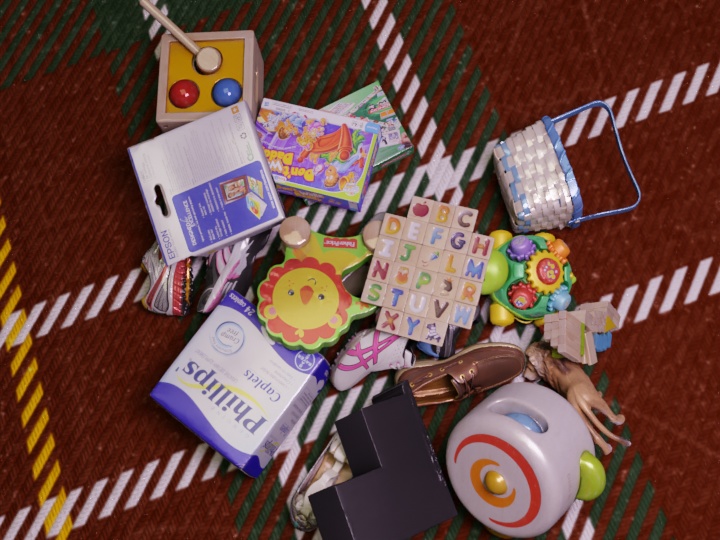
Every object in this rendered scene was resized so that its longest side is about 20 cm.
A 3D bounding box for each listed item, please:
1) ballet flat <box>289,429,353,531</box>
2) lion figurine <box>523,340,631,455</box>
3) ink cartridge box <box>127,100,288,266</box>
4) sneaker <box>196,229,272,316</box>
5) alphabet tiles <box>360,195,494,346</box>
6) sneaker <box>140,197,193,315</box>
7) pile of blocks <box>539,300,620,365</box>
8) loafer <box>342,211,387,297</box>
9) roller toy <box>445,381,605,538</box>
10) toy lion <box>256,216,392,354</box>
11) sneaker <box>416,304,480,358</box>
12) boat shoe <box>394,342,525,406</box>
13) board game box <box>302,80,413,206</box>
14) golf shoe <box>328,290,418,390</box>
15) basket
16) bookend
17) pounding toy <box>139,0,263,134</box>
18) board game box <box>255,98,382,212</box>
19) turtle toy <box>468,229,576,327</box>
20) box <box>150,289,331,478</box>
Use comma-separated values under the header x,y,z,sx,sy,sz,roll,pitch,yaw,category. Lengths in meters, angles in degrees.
x,y,z,sx,sy,sz,roll,pitch,yaw,category
-0.036,0.290,1.363,0.071,0.072,0.202,32,78,13,ballet flat
0.306,0.171,1.327,0.072,0.200,0.123,-42,108,-1,lion figurine
-0.233,-0.131,1.438,0.197,0.047,0.201,-21,81,6,ink cartridge box
-0.213,-0.019,1.478,0.085,0.081,0.202,16,67,21,sneaker
0.095,-0.001,1.327,0.164,0.006,0.203,14,79,16,alphabet tiles
-0.309,-0.030,1.478,0.081,0.078,0.204,-2,73,5,sneaker
0.312,0.094,1.357,0.061,0.199,0.084,-11,88,39,pile of blocks
0.000,0.000,1.444,0.069,0.075,0.201,35,79,18,loafer
0.212,0.261,1.277,0.139,0.199,0.184,-28,85,-44,roller toy
-0.051,0.025,1.365,0.196,0.069,0.195,2,70,-2,toy lion
0.151,0.043,1.431,0.082,0.071,0.202,30,74,-11,sneaker
0.148,0.161,1.375,0.197,0.073,0.068,-13,27,4,boat shoe
-0.029,-0.209,1.534,0.198,0.029,0.136,-26,72,-3,board game box
0.032,0.119,1.376,0.092,0.072,0.200,49,114,15,golf shoe
0.309,-0.154,1.431,0.197,0.139,0.179,-16,73,8,basket
0.005,0.280,1.289,0.198,0.092,0.202,-13,77,-38,bookend
-0.259,-0.323,1.528,0.181,0.142,0.204,-1,73,4,pounding toy
-0.077,-0.184,1.492,0.197,0.045,0.137,14,75,8,board game box
0.235,0.007,1.381,0.197,0.101,0.149,3,80,-19,turtle toy
-0.174,0.168,1.392,0.183,0.105,0.201,34,79,14,box
